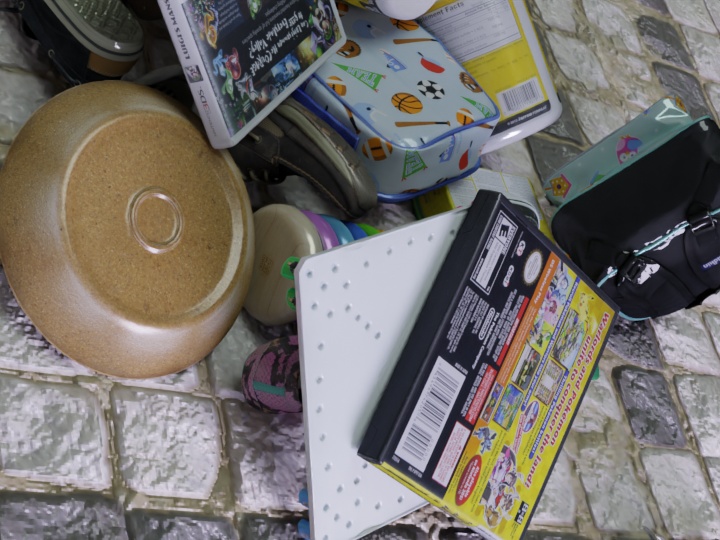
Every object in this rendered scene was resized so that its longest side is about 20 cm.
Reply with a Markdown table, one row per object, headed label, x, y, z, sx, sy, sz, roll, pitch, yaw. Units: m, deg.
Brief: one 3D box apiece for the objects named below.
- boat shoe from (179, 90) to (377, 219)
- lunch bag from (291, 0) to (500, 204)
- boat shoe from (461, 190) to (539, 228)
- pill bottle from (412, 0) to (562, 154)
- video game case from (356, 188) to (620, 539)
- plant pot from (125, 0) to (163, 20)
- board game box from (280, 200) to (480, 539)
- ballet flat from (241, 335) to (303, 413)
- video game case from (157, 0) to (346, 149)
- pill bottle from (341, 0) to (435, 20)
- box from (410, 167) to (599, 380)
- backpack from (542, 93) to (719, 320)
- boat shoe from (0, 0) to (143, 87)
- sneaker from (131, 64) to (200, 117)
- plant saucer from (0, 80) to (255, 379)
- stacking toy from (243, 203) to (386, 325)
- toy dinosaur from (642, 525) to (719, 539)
| label | x | y | z | sx | sy | sz | roll | pitch | yaw |
| --- | --- | --- | --- | --- | --- | --- | --- | --- | --- |
| boat shoe | -0.067 | -0.098 | 1.139 | 0.200 | 0.073 | 0.074 | 45 | 9 | 26 |
| lunch bag | 0.003 | -0.145 | 1.229 | 0.200 | 0.076 | 0.160 | 43 | 44 | 23 |
| boat shoe | 0.087 | -0.011 | 1.129 | 0.068 | 0.074 | 0.198 | 18 | 20 | 36 |
| pill bottle | 0.093 | -0.207 | 1.312 | 0.112 | 0.111 | 0.202 | -31 | 102 | -50 |
| video game case | 0.096 | 0.074 | 1.059 | 0.180 | 0.025 | 0.201 | 38 | 72 | -43 |
| plant pot | -0.148 | -0.295 | 1.163 | 0.200 | 0.199 | 0.176 | -44 | 118 | -51 |
| board game box | 0.030 | 0.065 | 1.026 | 0.199 | 0.026 | 0.202 | -18 | 113 | -41 |
| ballet flat | 0.007 | 0.070 | 1.074 | 0.199 | 0.070 | 0.071 | -9 | 20 | -44 |
| video game case | -0.083 | -0.208 | 1.059 | 0.200 | 0.023 | 0.183 | -51 | 128 | -53 |
| pill bottle | -0.027 | -0.284 | 1.241 | 0.199 | 0.112 | 0.111 | 24 | 29 | 30 |
| box | 0.121 | 0.007 | 1.254 | 0.116 | 0.048 | 0.201 | 8 | 50 | -37 |
| backpack | 0.263 | -0.046 | 1.316 | 0.200 | 0.175 | 0.154 | 34 | 24 | -58 |
| boat shoe | -0.227 | -0.201 | 1.111 | 0.074 | 0.063 | 0.200 | -9 | 49 | -43 |
| sneaker | -0.171 | -0.088 | 1.054 | 0.073 | 0.071 | 0.201 | 39 | 40 | -9 |
| plant saucer | -0.142 | -0.030 | 0.997 | 0.199 | 0.035 | 0.203 | 8 | 77 | -38 |
| stacking toy | 0.000 | 0.000 | 1.138 | 0.199 | 0.085 | 0.086 | 4 | 54 | -48 |
| toy dinosaur | 0.253 | 0.265 | 1.161 | 0.181 | 0.104 | 0.202 | 13 | 85 | -50 |
